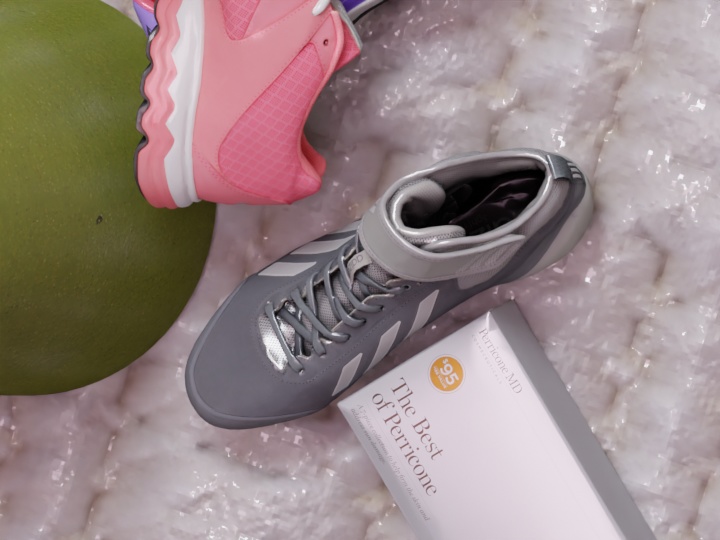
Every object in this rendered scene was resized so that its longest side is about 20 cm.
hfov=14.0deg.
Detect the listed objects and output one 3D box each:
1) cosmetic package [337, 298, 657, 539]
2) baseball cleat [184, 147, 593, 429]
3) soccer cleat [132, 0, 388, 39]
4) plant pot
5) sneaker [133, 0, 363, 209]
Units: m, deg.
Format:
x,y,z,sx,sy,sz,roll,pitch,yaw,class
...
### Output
x,y,z,sx,sy,sz,roll,pitch,yaw,class
0.078,0.119,1.247,0.083,0.051,0.200,-32,86,14,cosmetic package
0.000,0.000,1.228,0.200,0.106,0.070,-33,73,10,baseball cleat
-0.007,-0.142,1.233,0.200,0.068,0.073,-38,100,18,soccer cleat
-0.178,-0.028,1.223,0.187,0.200,0.187,1,96,14,plant pot
-0.039,-0.117,1.189,0.087,0.074,0.200,8,115,2,sneaker
